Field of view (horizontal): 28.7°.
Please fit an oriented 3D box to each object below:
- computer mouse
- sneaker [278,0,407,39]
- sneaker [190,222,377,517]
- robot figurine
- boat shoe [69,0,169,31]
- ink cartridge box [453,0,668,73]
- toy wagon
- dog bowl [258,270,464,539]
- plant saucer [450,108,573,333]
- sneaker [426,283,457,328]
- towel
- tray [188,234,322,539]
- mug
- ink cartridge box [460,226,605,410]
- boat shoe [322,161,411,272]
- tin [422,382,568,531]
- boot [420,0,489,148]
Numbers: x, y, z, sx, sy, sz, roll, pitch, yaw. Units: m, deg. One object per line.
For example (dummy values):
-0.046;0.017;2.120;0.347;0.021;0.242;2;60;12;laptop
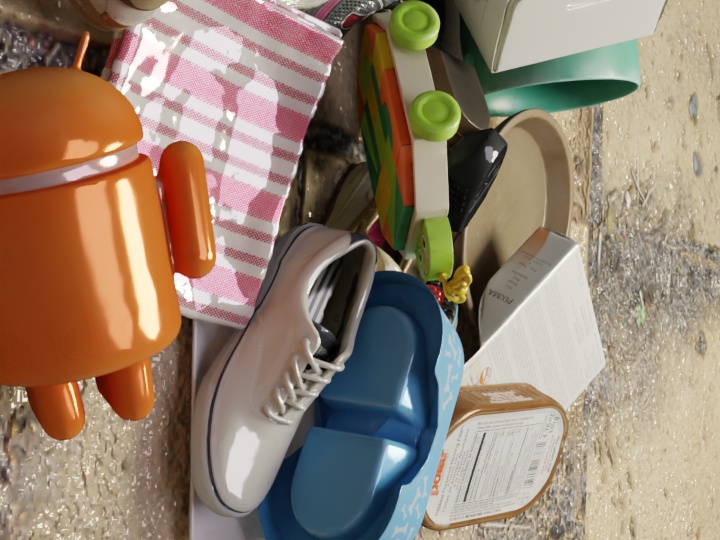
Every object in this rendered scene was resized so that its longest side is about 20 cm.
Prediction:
0.068;-0.039;1.072;0.059;0.034;0.201;-53;168;-37;computer mouse
-0.030;-0.176;0.964;0.199;0.080;0.076;-26;111;-49;sneaker
-0.048;0.059;0.892;0.073;0.070;0.202;31;69;-35;sneaker
-0.157;-0.018;0.738;0.117;0.142;0.203;-43;125;-67;robot figurine
-0.175;-0.219;0.758;0.075;0.068;0.201;-38;100;-44;boat shoe
0.129;-0.261;1.062;0.088;0.144;0.201;97;-28;-56;ink cartridge box
0.034;-0.072;0.936;0.156;0.039;0.202;101;-19;-62;toy wagon
0.006;0.102;0.916;0.049;0.110;0.202;34;67;-48;dog bowl
0.128;-0.040;1.214;0.199;0.029;0.203;-27;123;-51;plant saucer
0.015;0.096;1.049;0.201;0.078;0.096;-57;150;-34;sneaker
-0.096;-0.075;0.845;0.145;0.030;0.203;19;88;-38;towel
-0.072;0.077;0.931;0.106;0.022;0.203;3;87;-41;tray
0.142;-0.199;1.155;0.184;0.151;0.116;0;83;-55;mug
0.124;0.087;1.202;0.200;0.050;0.163;-42;136;-21;ink cartridge box
0.000;0.000;1.015;0.074;0.066;0.202;52;49;-42;boat shoe
0.100;0.150;1.144;0.199;0.042;0.113;1;106;-48;tin
0.036;-0.179;1.073;0.073;0.075;0.202;21;50;-48;boot
